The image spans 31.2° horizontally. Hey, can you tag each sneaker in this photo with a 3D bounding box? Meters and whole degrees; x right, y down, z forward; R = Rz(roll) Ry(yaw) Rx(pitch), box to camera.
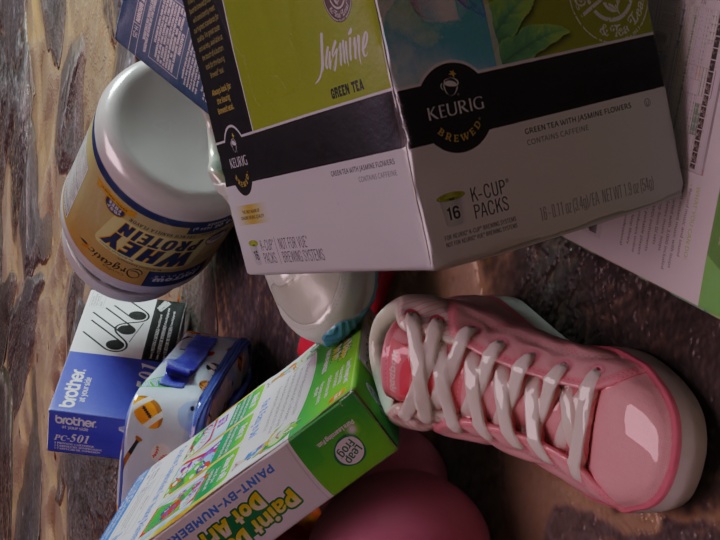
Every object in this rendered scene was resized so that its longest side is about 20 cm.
[{"bbox_3d":[-0.052,-0.040,0.804,0.076,0.080,0.202,-39,53,23],"label":"sneaker"},{"bbox_3d":[0.070,0.062,0.625,0.200,0.103,0.077,32,117,59],"label":"sneaker"}]

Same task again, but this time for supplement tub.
[{"bbox_3d":[-0.171,-0.069,1.081,0.200,0.142,0.147,133,131,-55],"label":"supplement tub"}]

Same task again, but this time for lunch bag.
[{"bbox_3d":[-0.133,0.135,0.999,0.200,0.074,0.163,-70,-10,-74],"label":"lunch bag"}]

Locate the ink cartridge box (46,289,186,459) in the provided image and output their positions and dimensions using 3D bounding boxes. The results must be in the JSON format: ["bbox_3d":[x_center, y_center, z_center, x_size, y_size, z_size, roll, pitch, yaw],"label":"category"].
[{"bbox_3d":[-0.212,0.090,1.147,0.201,0.092,0.045,-92,11,-61],"label":"ink cartridge box"}]

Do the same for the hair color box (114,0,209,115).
[{"bbox_3d":[-0.043,-0.121,0.772,0.199,0.100,0.061,39,129,21],"label":"hair color box"}]

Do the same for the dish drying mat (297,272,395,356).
[{"bbox_3d":[0.000,0.000,0.868,0.077,0.018,0.202,60,140,45],"label":"dish drying mat"}]

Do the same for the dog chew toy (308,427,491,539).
[{"bbox_3d":[0.024,0.169,0.710,0.202,0.123,0.125,-104,28,-44],"label":"dog chew toy"}]

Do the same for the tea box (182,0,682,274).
[{"bbox_3d":[0.017,-0.109,0.579,0.199,0.132,0.200,0,105,64],"label":"tea box"}]

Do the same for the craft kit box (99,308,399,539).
[{"bbox_3d":[-0.064,0.113,0.748,0.197,0.049,0.200,-40,7,9],"label":"craft kit box"}]

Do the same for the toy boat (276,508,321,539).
[{"bbox_3d":[-0.036,0.168,0.859,0.199,0.130,0.132,-6,54,63],"label":"toy boat"}]

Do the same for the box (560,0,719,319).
[{"bbox_3d":[0.138,-0.069,0.561,0.200,0.036,0.147,-142,56,-60],"label":"box"}]
